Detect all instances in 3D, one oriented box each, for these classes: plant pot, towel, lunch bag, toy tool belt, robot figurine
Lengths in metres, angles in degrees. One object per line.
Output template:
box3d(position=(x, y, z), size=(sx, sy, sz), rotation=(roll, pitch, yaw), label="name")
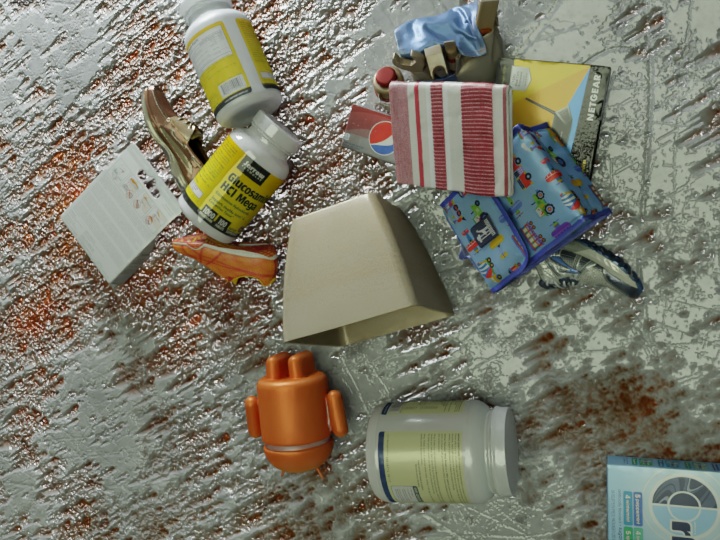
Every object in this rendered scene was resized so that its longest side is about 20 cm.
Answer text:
box3d(position=(0.000, 0.000, 1.041), size=(0.199, 0.200, 0.178), rotation=(-17, 77, 20), label="plant pot")
box3d(position=(0.119, -0.177, 0.943), size=(0.199, 0.023, 0.145), rotation=(16, 120, 44), label="towel")
box3d(position=(0.205, -0.077, 0.962), size=(0.200, 0.094, 0.151), rotation=(-43, 73, 38), label="lunch bag")
box3d(position=(0.101, -0.312, 0.993), size=(0.199, 0.123, 0.125), rotation=(-16, 68, 11), label="toy tool belt")
box3d(position=(-0.104, 0.231, 1.129), size=(0.143, 0.117, 0.201), rotation=(-7, 92, -20), label="robot figurine")

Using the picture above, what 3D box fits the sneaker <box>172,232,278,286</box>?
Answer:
box3d(position=(-0.230, -0.016, 1.181), size=(0.199, 0.073, 0.078), rotation=(15, 113, 22), label="sneaker")

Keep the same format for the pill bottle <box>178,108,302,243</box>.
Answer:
box3d(position=(-0.187, -0.151, 1.126), size=(0.112, 0.112, 0.200), rotation=(43, 101, 12), label="pill bottle")

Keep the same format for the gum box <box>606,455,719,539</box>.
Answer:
box3d(position=(0.444, 0.350, 0.978), size=(0.199, 0.045, 0.171), rotation=(0, 94, 19), label="gum box")

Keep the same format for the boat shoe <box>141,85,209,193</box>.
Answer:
box3d(position=(-0.297, -0.221, 1.191), size=(0.072, 0.076, 0.201), rotation=(-25, 94, 16), label="boat shoe")

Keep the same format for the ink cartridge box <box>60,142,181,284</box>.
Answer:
box3d(position=(-0.413, -0.099, 1.256), size=(0.200, 0.047, 0.160), rotation=(-41, 80, 12), label="ink cartridge box")

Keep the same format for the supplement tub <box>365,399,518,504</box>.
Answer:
box3d(position=(0.120, 0.263, 1.034), size=(0.199, 0.145, 0.146), rotation=(-5, 92, 20), label="supplement tub")

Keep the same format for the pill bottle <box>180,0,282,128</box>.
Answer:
box3d(position=(-0.210, -0.337, 1.125), size=(0.112, 0.112, 0.201), rotation=(-25, 85, 19), label="pill bottle")

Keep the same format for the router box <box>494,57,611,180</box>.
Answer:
box3d(position=(0.254, -0.185, 0.988), size=(0.148, 0.051, 0.201), rotation=(11, 107, 19), label="router box")

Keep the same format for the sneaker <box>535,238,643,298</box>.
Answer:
box3d(position=(0.294, -0.006, 0.997), size=(0.200, 0.077, 0.086), rotation=(32, 108, 25), label="sneaker")

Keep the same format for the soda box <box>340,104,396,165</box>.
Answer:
box3d(position=(0.076, -0.186, 1.060), size=(0.199, 0.063, 0.070), rotation=(22, 103, 16), label="soda box")
